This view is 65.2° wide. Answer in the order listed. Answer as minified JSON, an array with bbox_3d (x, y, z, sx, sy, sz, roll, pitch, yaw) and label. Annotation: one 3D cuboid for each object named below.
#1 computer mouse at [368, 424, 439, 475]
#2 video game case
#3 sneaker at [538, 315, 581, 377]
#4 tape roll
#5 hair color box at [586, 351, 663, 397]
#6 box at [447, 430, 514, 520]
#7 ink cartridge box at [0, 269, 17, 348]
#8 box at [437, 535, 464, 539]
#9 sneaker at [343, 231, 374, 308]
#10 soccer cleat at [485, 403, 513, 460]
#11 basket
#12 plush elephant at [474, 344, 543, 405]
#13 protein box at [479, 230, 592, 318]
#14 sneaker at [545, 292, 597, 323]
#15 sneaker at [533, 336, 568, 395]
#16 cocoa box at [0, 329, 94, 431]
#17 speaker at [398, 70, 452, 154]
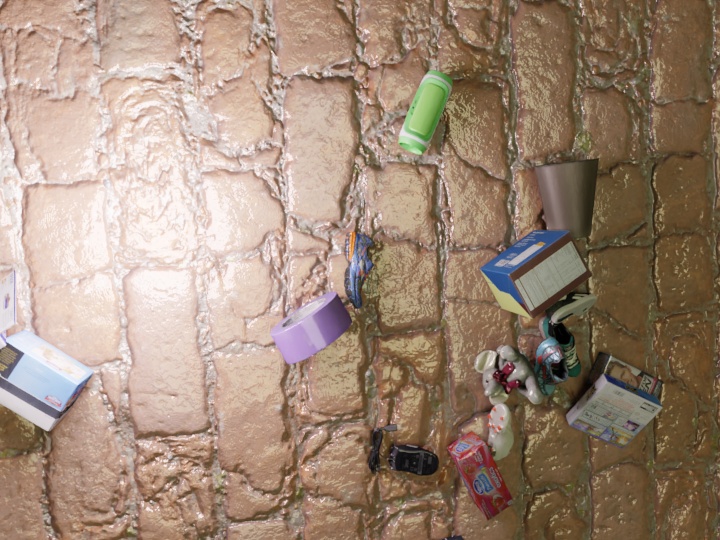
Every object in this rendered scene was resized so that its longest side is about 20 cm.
[{"bbox_3d":[0.120,0.491,1.563,0.194,0.046,0.145,1,98,2],"label":"computer mouse"},{"bbox_3d":[0.728,0.406,1.623,0.196,0.046,0.184,24,117,-10],"label":"video game case"},{"bbox_3d":[0.578,0.223,1.603,0.071,0.080,0.202,-33,99,-6],"label":"sneaker"},{"bbox_3d":[-0.123,0.141,1.414,0.197,0.200,0.086,-32,99,-6],"label":"tape roll"},{"bbox_3d":[0.778,0.328,1.657,0.196,0.060,0.102,24,90,-10],"label":"hair color box"},{"bbox_3d":[0.335,0.572,1.576,0.094,0.100,0.203,-28,99,-6],"label":"box"},{"bbox_3d":[-0.865,0.120,1.296,0.197,0.201,0.041,-32,137,-3],"label":"ink cartridge box"},{"bbox_3d":[0.218,0.835,1.534,0.194,0.182,0.107,-6,95,-10],"label":"box"},{"bbox_3d":[0.000,0.000,1.492,0.076,0.075,0.206,0,96,-13],"label":"sneaker"},{"bbox_3d":[0.397,0.446,1.577,0.076,0.069,0.204,-11,123,-20],"label":"soccer cleat"},{"bbox_3d":[0.572,-0.195,1.550,0.175,0.136,0.206,-8,99,-5],"label":"basket"},{"bbox_3d":[0.394,0.294,1.548,0.154,0.200,0.166,-36,86,17],"label":"plush elephant"},{"bbox_3d":[0.463,0.003,1.507,0.198,0.198,0.137,-33,99,-6],"label":"protein box"},{"bbox_3d":[0.580,0.072,1.599,0.196,0.112,0.074,-12,140,-36],"label":"sneaker"},{"bbox_3d":[0.530,0.288,1.566,0.078,0.096,0.204,-19,127,-13],"label":"sneaker"},{"bbox_3d":[-0.771,0.257,1.342,0.198,0.133,0.133,35,88,-10],"label":"cocoa box"},{"bbox_3d":[0.171,-0.415,1.484,0.087,0.088,0.204,23,90,-11],"label":"speaker"}]
